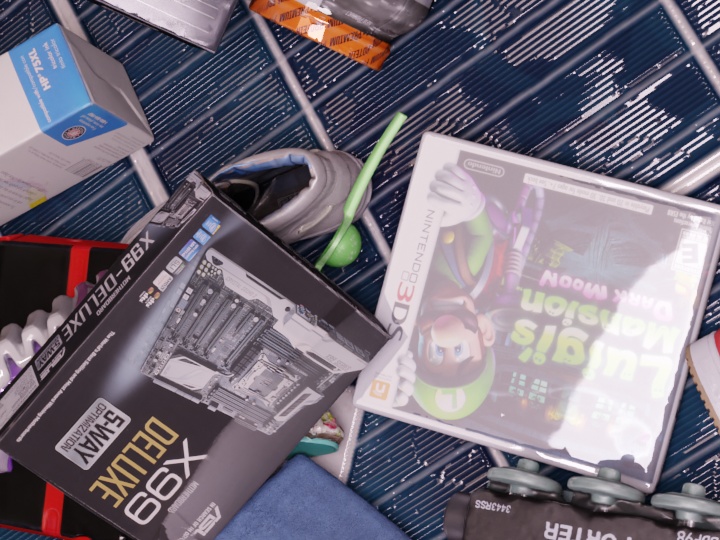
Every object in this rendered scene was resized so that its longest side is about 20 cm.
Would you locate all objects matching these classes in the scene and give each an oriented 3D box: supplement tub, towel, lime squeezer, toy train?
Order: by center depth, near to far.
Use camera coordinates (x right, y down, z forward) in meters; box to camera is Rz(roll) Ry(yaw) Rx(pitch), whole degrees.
[{"bbox_3d":[0.150,0.164,1.145,0.199,0.114,0.086,6,78,30],"label":"toy train"},{"bbox_3d":[0.000,0.212,1.223,0.200,0.112,0.049,39,144,20],"label":"towel"},{"bbox_3d":[0.012,-0.238,1.250,0.122,0.122,0.200,28,96,24],"label":"supplement tub"},{"bbox_3d":[0.000,0.000,1.253,0.070,0.038,0.201,-1,96,18],"label":"lime squeezer"}]

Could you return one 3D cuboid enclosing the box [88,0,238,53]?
[{"bbox_3d":[-0.109,-0.242,1.236,0.104,0.200,0.183,23,94,-12],"label":"box"}]

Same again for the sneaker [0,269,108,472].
[{"bbox_3d":[-0.179,0.063,1.238,0.200,0.081,0.089,-28,103,6],"label":"sneaker"}]

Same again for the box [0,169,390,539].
[{"bbox_3d":[-0.105,0.064,1.188,0.200,0.158,0.050,-48,28,4],"label":"box"}]

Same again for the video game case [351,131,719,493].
[{"bbox_3d":[0.111,0.024,1.214,0.199,0.023,0.182,15,91,13],"label":"video game case"}]

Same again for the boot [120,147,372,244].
[{"bbox_3d":[-0.096,-0.036,1.293,0.200,0.096,0.074,-23,76,21],"label":"boot"}]

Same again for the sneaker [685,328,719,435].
[{"bbox_3d":[0.280,0.103,1.123,0.112,0.071,0.200,-33,70,21],"label":"sneaker"}]

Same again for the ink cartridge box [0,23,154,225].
[{"bbox_3d":[-0.258,-0.082,1.346,0.200,0.116,0.067,-27,75,10],"label":"ink cartridge box"}]

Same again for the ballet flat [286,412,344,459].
[{"bbox_3d":[-0.106,0.099,1.300,0.199,0.076,0.064,-9,70,20],"label":"ballet flat"}]

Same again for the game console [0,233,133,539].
[{"bbox_3d":[-0.193,0.079,1.297,0.176,0.031,0.201,5,89,25],"label":"game console"}]
